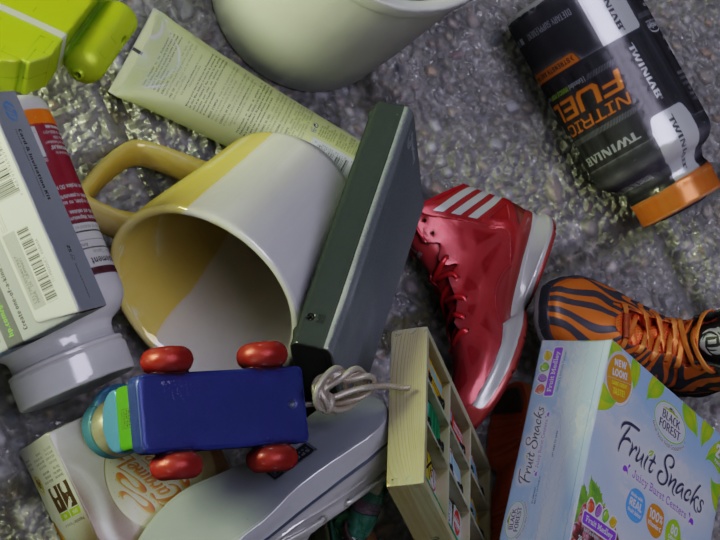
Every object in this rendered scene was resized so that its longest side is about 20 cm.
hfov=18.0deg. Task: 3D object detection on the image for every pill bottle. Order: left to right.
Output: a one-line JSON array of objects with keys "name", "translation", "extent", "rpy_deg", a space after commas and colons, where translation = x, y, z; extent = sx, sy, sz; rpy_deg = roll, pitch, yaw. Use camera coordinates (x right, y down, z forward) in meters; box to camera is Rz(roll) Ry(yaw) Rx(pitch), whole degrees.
[{"name": "pill bottle", "translation": [-0.232, -0.010, 1.562], "extent": [0.113, 0.113, 0.201], "rpy_deg": [-20, 85, -28]}, {"name": "pill bottle", "translation": [0.208, -0.136, 1.804], "extent": [0.106, 0.106, 0.200], "rpy_deg": [-29, 89, -28]}]

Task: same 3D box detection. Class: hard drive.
[{"name": "hard drive", "translation": [0.000, 0.000, 1.606], "extent": [0.033, 0.140, 0.201], "rpy_deg": [12, 62, 12]}]

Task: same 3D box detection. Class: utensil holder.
[{"name": "utensil holder", "translation": [-0.006, -0.237, 1.678], "extent": [0.169, 0.200, 0.171], "rpy_deg": [6, 74, -21]}]

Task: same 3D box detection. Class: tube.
[{"name": "tube", "translation": [-0.084, -0.117, 1.700], "extent": [0.200, 0.052, 0.058], "rpy_deg": [29, 28, -10]}]

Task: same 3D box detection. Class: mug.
[{"name": "mug", "translation": [-0.089, -0.035, 1.616], "extent": [0.187, 0.149, 0.153], "rpy_deg": [48, 44, -10]}]

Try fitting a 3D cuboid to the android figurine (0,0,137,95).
[{"name": "android figurine", "translation": [-0.253, -0.190, 1.603], "extent": [0.182, 0.041, 0.200], "rpy_deg": [23, 46, 3]}]

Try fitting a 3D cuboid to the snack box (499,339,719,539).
[{"name": "snack box", "translation": [0.190, 0.166, 1.685], "extent": [0.200, 0.067, 0.169], "rpy_deg": [40, 57, -47]}]

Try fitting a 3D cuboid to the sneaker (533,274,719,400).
[{"name": "sneaker", "translation": [0.229, 0.045, 1.730], "extent": [0.200, 0.112, 0.078], "rpy_deg": [19, 70, -39]}]

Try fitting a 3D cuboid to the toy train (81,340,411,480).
[{"name": "toy train", "translation": [-0.079, 0.095, 1.519], "extent": [0.199, 0.116, 0.085], "rpy_deg": [-2, 83, -32]}]

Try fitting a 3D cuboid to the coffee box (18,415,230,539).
[{"name": "coffee box", "translation": [-0.137, 0.187, 1.568], "extent": [0.114, 0.080, 0.201], "rpy_deg": [-23, 86, -28]}]

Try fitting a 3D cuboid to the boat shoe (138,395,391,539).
[{"name": "boat shoe", "translation": [-0.056, 0.162, 1.529], "extent": [0.200, 0.074, 0.065], "rpy_deg": [-30, 129, -13]}]

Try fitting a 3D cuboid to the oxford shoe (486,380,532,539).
[{"name": "oxford shoe", "translation": [0.134, 0.185, 1.702], "extent": [0.073, 0.071, 0.201], "rpy_deg": [18, 68, -25]}]

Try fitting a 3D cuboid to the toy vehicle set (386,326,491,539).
[{"name": "toy vehicle set", "translation": [0.057, 0.145, 1.601], "extent": [0.026, 0.200, 0.125], "rpy_deg": [-7, 55, 14]}]

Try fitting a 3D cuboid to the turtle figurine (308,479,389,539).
[{"name": "turtle figurine", "translation": [0.010, 0.211, 1.622], "extent": [0.100, 0.150, 0.201], "rpy_deg": [-16, 56, 14]}]

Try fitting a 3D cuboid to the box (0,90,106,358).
[{"name": "box", "translation": [-0.283, -0.006, 1.500], "extent": [0.156, 0.200, 0.041], "rpy_deg": [66, 22, 4]}]

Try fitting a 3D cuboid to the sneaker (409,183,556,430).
[{"name": "sneaker", "translation": [0.068, 0.023, 1.724], "extent": [0.115, 0.078, 0.200], "rpy_deg": [25, 54, -8]}]
